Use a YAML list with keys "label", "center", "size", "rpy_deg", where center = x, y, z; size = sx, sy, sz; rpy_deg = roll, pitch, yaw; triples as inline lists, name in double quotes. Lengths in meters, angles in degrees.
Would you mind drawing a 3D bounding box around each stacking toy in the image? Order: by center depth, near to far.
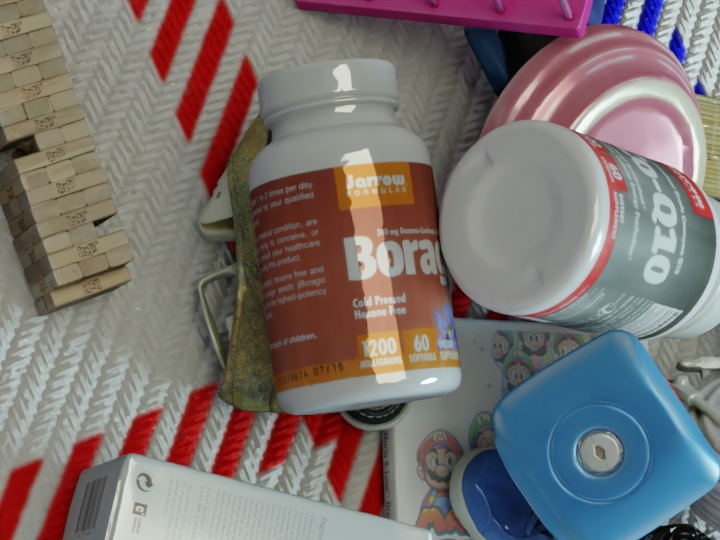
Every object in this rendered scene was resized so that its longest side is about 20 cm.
- label: "stacking toy"
  center: [0.156, 0.091, 1.292]
  size: [0.110, 0.200, 0.116]
  rpy_deg: [-34, 92, 13]

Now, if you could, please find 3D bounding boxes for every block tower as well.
- label: "block tower"
  center: [-0.197, -0.079, 1.242]
  size: [0.058, 0.054, 0.201]
  rpy_deg: [-20, 89, -28]

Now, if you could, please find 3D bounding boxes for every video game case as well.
- label: "video game case"
  center: [0.107, 0.124, 1.359]
  size: [0.199, 0.024, 0.183]
  rpy_deg: [4, 77, -24]

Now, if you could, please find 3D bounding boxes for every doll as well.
- label: "doll"
  center: [0.123, -0.157, 1.399]
  size: [0.136, 0.048, 0.201]
  rpy_deg: [27, 61, -25]

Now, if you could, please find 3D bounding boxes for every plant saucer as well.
- label: "plant saucer"
  center: [0.159, -0.060, 1.353]
  size: [0.200, 0.051, 0.201]
  rpy_deg: [-18, 119, -35]

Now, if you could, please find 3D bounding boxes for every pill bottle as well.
- label: "pill bottle"
  center: [-0.007, -0.019, 1.220]
  size: [0.112, 0.112, 0.201]
  rpy_deg: [-5, 83, -26]
- label: "pill bottle"
  center: [0.148, -0.018, 1.242]
  size: [0.200, 0.114, 0.114]
  rpy_deg: [12, 72, -51]

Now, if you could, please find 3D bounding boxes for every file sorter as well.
- label: "file sorter"
  center: [0.050, -0.247, 1.297]
  size: [0.199, 0.125, 0.139]
  rpy_deg: [9, 69, 22]

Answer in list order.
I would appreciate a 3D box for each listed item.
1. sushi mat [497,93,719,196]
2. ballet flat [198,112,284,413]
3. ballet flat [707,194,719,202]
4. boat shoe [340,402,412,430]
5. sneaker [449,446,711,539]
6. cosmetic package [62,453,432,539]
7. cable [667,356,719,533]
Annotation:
- label: "sushi mat"
  center: [0.182, -0.092, 1.445]
  size: [0.199, 0.012, 0.096]
  rpy_deg: [10, 75, -24]
- label: "ballet flat"
  center: [-0.070, -0.009, 1.287]
  size: [0.070, 0.071, 0.201]
  rpy_deg: [2, 77, -25]
- label: "ballet flat"
  center: [0.299, 0.011, 1.409]
  size: [0.069, 0.070, 0.200]
  rpy_deg: [-37, 52, -27]
- label: "boat shoe"
  center: [0.000, 0.000, 1.305]
  size: [0.075, 0.060, 0.201]
  rpy_deg: [-8, 78, -3]
- label: "sneaker"
  center: [0.155, 0.174, 1.296]
  size: [0.200, 0.111, 0.077]
  rpy_deg: [41, 65, -12]
- label: "cosmetic package"
  center: [-0.070, 0.170, 1.225]
  size: [0.199, 0.102, 0.074]
  rpy_deg: [18, 73, -19]
- label: "cable"
  center: [0.301, 0.125, 1.288]
  size: [0.199, 0.200, 0.069]
  rpy_deg: [1, 115, -10]
